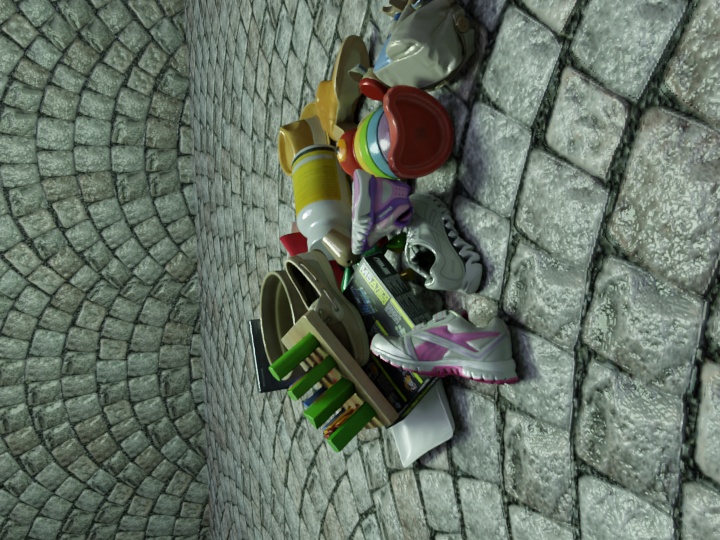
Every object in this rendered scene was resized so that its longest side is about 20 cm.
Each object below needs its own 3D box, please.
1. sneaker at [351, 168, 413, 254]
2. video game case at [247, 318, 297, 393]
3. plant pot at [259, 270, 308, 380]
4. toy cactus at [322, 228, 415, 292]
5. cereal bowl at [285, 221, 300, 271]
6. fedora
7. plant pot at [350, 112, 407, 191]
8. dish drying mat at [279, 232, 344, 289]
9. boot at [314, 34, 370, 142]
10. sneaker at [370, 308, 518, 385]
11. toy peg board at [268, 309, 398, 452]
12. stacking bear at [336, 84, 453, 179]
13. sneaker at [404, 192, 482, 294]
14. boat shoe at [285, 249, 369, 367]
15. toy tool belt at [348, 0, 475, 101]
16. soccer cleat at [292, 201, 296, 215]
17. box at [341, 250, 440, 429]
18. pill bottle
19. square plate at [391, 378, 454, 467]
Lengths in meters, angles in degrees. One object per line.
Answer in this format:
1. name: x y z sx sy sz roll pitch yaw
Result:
1. sneaker: 0.030 -0.077 0.926 0.200 0.087 0.082 99 170 -73
2. video game case: -0.124 0.163 1.320 0.019 0.198 0.145 -31 67 58
3. plant pot: -0.081 0.095 1.231 0.199 0.171 0.203 19 111 62
4. toy cactus: 0.000 0.000 1.078 0.165 0.102 0.201 40 133 11
5. cereal bowl: -0.115 0.001 1.375 0.200 0.082 0.203 -174 90 -87
6. fedora: -0.125 -0.257 1.378 0.200 0.081 0.204 175 90 -67
7. plant pot: 0.032 -0.165 1.101 0.200 0.027 0.203 174 90 -68
8. dish drying mat: -0.080 -0.008 1.198 0.201 0.076 0.018 53 138 41
9. boot: -0.044 -0.334 1.183 0.144 0.070 0.204 -133 38 -51
10. sneaker: 0.109 0.094 0.846 0.081 0.197 0.090 32 -116 -66
11. toy peg board: -0.067 0.186 0.998 0.201 0.098 0.199 51 157 2
12. stacking bear: 0.034 -0.184 0.954 0.199 0.112 0.123 -2 94 59
13. sneaker: 0.095 -0.044 0.915 0.201 0.080 0.076 -119 31 -46
14. boat shoe: -0.053 0.062 0.993 0.072 0.064 0.202 -44 67 48
15. toy tool belt: 0.076 -0.312 0.887 0.199 0.124 0.124 -1 63 64
16. soccer cleat: -0.059 -0.091 1.293 0.200 0.076 0.067 47 164 33
17. box: 0.036 0.109 0.990 0.201 0.047 0.194 52 134 23
18. pill bottle: -0.067 -0.125 1.204 0.112 0.110 0.202 120 147 -54
19. square plate: 0.086 0.195 1.051 0.199 0.028 0.202 123 136 -55
